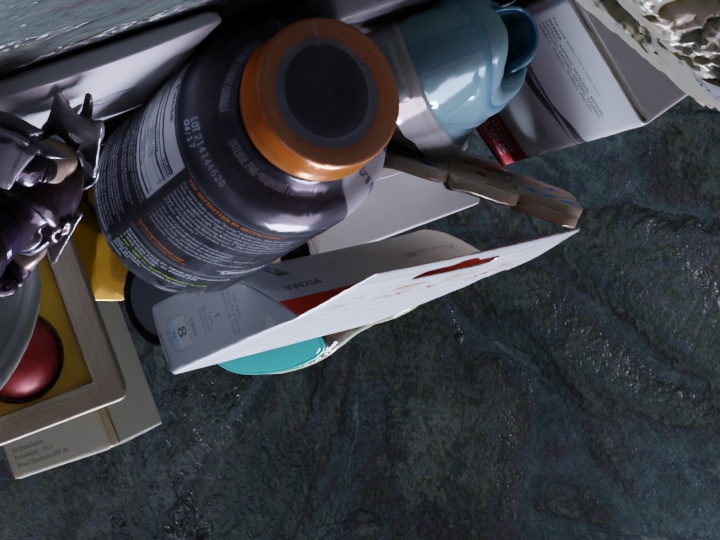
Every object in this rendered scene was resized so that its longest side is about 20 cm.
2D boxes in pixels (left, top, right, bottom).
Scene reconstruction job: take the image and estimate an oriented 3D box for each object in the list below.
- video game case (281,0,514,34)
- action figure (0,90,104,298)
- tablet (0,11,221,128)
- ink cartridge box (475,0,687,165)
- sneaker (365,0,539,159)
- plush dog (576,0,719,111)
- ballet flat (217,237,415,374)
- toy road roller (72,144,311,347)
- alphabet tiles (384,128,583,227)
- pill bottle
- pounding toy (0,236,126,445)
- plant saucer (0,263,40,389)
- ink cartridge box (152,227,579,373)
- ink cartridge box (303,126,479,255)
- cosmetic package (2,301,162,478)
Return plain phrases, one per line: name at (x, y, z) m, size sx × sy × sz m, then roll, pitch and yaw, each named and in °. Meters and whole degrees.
video game case at (0.038, -0.147, 1.007) m, size 0.199 × 0.023 × 0.182 m, roll -21°, pitch -179°, yaw -23°
action figure at (-0.170, -0.006, 0.821) m, size 0.130 × 0.069 × 0.200 m, roll 103°, pitch 13°, yaw -50°
tablet at (-0.142, -0.082, 0.914) m, size 0.130 × 0.014 × 0.200 m, roll -21°, pitch -178°, yaw -15°
ink cartridge box at (0.150, -0.140, 1.074) m, size 0.144 × 0.084 × 0.200 m, roll -35°, pitch -173°, yaw -17°
sneaker at (0.059, -0.104, 0.994) m, size 0.082 × 0.074 × 0.200 m, roll -19°, pitch -177°, yaw 9°
plush dog at (0.187, -0.148, 0.782) m, size 0.172 × 0.160 × 0.200 m, roll -47°, pitch -179°, yaw 4°
ballet flat at (-0.024, 0.022, 1.337) m, size 0.199 × 0.070 × 0.069 m, roll -20°, pitch -179°, yaw 37°
toy road roller at (-0.122, -0.056, 1.193) m, size 0.199 × 0.147 × 0.123 m, roll 26°, pitch -151°, yaw 33°
alphabet tiles at (0.030, -0.065, 1.091) m, size 0.199 × 0.015 × 0.196 m, roll 19°, pitch -172°, yaw -2°
pill bottle at (-0.054, -0.058, 0.925) m, size 0.106 × 0.107 × 0.200 m, roll -21°, pitch 177°, yaw -28°
pounding toy at (-0.246, 0.046, 1.066) m, size 0.199 × 0.185 × 0.142 m, roll -20°, pitch -179°, yaw -7°
plant saucer at (-0.257, 0.018, 0.915) m, size 0.199 × 0.050 × 0.201 m, roll -9°, pitch -133°, yaw 10°
ink cartridge box at (0.000, 0.000, 1.065) m, size 0.160 × 0.047 × 0.200 m, roll -12°, pitch 171°, yaw -40°
ink cartridge box at (-0.019, -0.076, 1.292) m, size 0.128 × 0.126 × 0.200 m, roll -21°, pitch -179°, yaw -22°
cosmetic package at (-0.237, 0.043, 1.414) m, size 0.103 × 0.201 × 0.073 m, roll -21°, pitch -179°, yaw 29°
